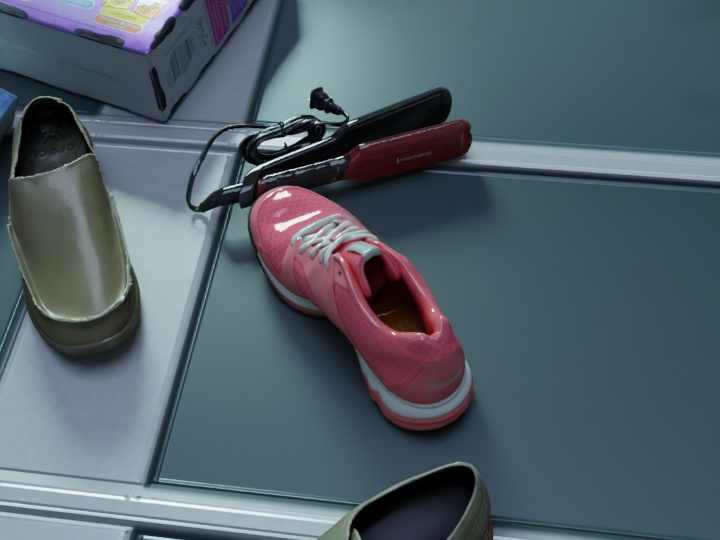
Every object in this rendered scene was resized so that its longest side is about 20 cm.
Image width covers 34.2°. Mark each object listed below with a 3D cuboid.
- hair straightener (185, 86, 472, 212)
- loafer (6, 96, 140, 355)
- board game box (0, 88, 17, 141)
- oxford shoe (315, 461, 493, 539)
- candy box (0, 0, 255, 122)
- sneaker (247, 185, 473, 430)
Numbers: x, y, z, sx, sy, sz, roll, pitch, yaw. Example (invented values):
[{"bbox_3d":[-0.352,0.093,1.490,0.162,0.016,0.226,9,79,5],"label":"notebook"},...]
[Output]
[{"bbox_3d":[-0.027,-0.086,0.808,0.199,0.041,0.077,-20,54,-5],"label":"hair straightener"},{"bbox_3d":[-0.195,-0.034,0.757,0.076,0.068,0.201,-19,54,-10],"label":"loafer"},{"bbox_3d":[-0.365,-0.084,0.776,0.199,0.043,0.200,27,56,-7],"label":"board game box"},{"bbox_3d":[-0.017,0.160,0.595,0.199,0.075,0.070,-36,59,-20],"label":"oxford shoe"},{"bbox_3d":[-0.174,-0.226,0.896,0.167,0.072,0.201,19,58,18],"label":"candy box"},{"bbox_3d":[0.000,0.000,0.705,0.073,0.087,0.200,-32,57,-19],"label":"sneaker"}]
